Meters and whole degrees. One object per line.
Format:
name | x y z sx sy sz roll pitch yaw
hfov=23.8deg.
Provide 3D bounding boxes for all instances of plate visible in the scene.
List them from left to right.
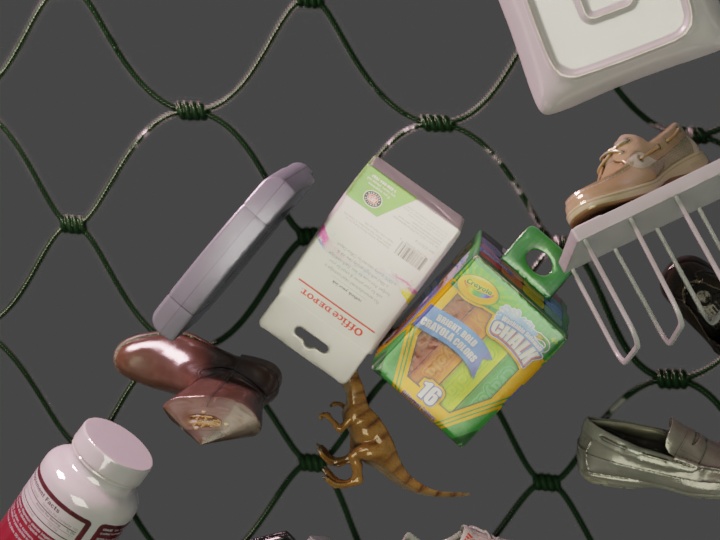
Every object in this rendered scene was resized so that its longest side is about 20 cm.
plate | 0.232 -0.272 1.641 0.199 0.032 0.200 -20 99 12

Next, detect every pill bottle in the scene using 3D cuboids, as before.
pill bottle | -0.304 0.257 1.787 0.113 0.113 0.200 36 104 -2

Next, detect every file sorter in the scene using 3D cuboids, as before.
file sorter | 0.304 -0.012 1.583 0.200 0.139 0.125 -25 78 -3

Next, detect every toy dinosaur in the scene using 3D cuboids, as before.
toy dinosaur | 0.014 0.186 1.759 0.106 0.060 0.200 -33 97 11

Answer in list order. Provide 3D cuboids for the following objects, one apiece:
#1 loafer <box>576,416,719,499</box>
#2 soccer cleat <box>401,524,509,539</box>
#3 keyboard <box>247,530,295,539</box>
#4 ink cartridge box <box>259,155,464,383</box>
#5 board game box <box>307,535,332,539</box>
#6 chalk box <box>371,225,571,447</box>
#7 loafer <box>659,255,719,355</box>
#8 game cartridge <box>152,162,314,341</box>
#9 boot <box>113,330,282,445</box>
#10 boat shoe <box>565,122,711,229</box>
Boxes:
loafer | 0.318 0.184 1.716 0.200 0.070 0.070 4 112 7
soccer cleat | 0.136 0.301 1.765 0.200 0.069 0.085 -5 117 13
keyboard | -0.144 0.357 1.839 0.200 0.021 0.127 -15 100 11
ink cartridge box | 0.000 0.000 1.713 0.117 0.067 0.200 36 104 -3
board game box | -0.047 0.393 1.770 0.126 0.035 0.200 38 110 41
chalk box | 0.125 0.049 1.680 0.125 0.124 0.200 40 104 -4
loafer | 0.376 0.068 1.681 0.200 0.071 0.073 36 105 -2
game cartridge | -0.126 -0.021 1.691 0.042 0.133 0.200 42 104 4
boot | -0.176 0.118 1.694 0.186 0.200 0.064 6 103 5
boat shoe | 0.252 -0.092 1.608 0.072 0.200 0.065 -38 79 48
